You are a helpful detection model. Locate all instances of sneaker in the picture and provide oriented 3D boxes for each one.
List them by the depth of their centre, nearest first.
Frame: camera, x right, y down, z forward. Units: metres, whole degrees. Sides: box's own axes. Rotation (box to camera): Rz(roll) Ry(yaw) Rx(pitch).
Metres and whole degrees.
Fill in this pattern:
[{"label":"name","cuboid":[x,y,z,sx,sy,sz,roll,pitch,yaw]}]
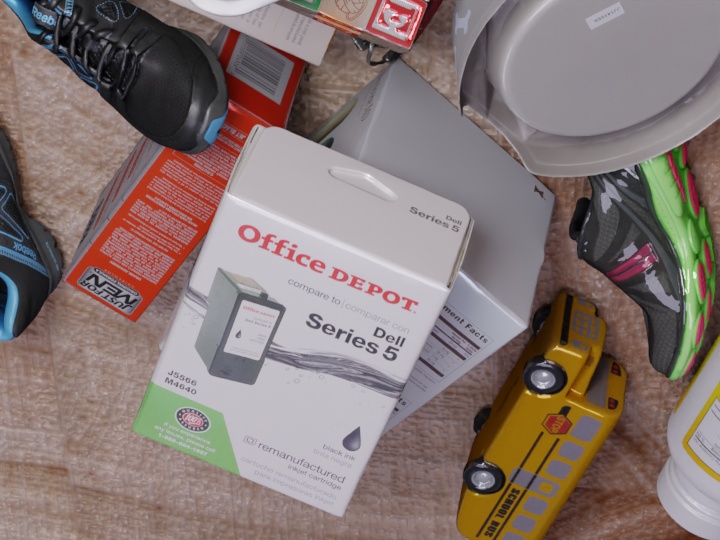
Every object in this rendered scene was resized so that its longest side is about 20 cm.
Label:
[{"label":"sneaker","cuboid":[-0.162,-0.138,1.406,0.200,0.082,0.073,42,115,30]},{"label":"sneaker","cuboid":[0.183,-0.020,1.495,0.084,0.077,0.200,-6,116,24]},{"label":"sneaker","cuboid":[-0.271,-0.043,1.560,0.073,0.082,0.200,-16,121,24]}]

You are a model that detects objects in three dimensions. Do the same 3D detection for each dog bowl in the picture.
[{"label":"dog bowl","cuboid":[0.145,-0.144,1.351,0.200,0.059,0.200,-12,141,-10]}]

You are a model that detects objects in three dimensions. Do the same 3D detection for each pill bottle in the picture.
[{"label":"pill bottle","cuboid":[0.274,0.092,1.534,0.104,0.104,0.200,22,129,-4]}]

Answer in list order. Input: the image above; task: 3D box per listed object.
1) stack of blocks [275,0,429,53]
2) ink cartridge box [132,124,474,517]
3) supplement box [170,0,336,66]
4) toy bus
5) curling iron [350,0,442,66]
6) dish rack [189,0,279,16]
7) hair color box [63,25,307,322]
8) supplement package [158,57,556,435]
[{"label":"stack of blocks","cuboid":[0.010,-0.238,1.301,0.115,0.059,0.200,21,92,-5]},{"label":"ink cartridge box","cuboid":[-0.036,0.032,1.377,0.145,0.084,0.200,23,127,-1]},{"label":"supplement box","cuboid":[-0.086,-0.228,1.389,0.200,0.074,0.126,24,128,-6]},{"label":"toy bus","cuboid":[0.128,0.111,1.606,0.078,0.065,0.200,23,128,-5]},{"label":"curling iron","cuboid":[0.049,-0.184,1.388,0.026,0.050,0.200,54,142,9]},{"label":"dish rack","cuboid":[-0.030,-0.246,1.247,0.200,0.044,0.172,-23,95,-2]},{"label":"hair color box","cuboid":[-0.115,-0.069,1.502,0.061,0.102,0.200,32,128,-13]},{"label":"supplement package","cuboid":[0.000,0.000,1.494,0.151,0.152,0.200,40,125,-16]}]
